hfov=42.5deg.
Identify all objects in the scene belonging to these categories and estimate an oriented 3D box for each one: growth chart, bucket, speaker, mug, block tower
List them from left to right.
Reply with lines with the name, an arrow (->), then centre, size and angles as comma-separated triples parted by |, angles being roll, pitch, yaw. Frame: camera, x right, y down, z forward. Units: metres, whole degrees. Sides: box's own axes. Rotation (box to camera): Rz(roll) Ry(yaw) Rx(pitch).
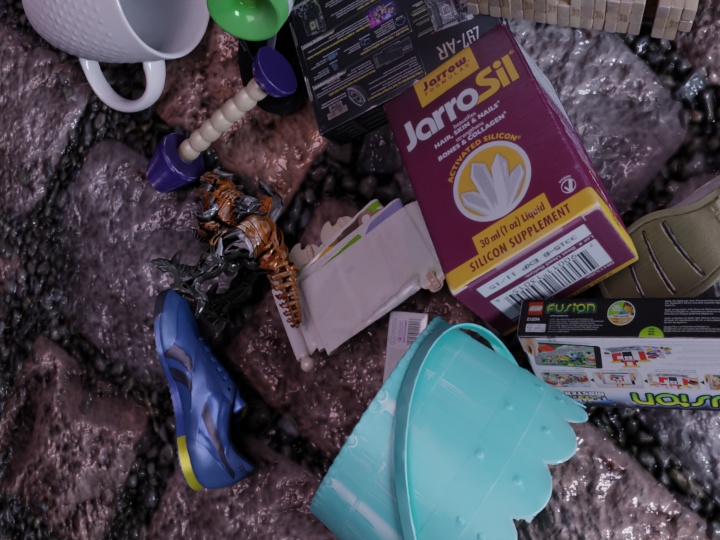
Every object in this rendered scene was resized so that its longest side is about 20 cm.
mug -> -0.265, -0.270, 0.988 | 0.172, 0.147, 0.204 | 4, 114, 32
speaker -> -0.089, -0.323, 0.894 | 0.087, 0.089, 0.204 | -4, 58, 26
growth chart -> 0.000, 0.000, 0.848 | 0.198, 0.018, 0.147 | -32, 48, 20
bucket -> 0.064, 0.145, 0.695 | 0.133, 0.207, 0.210 | 33, 97, 9
block tower -> 0.179, -0.239, 0.770 | 0.196, 0.054, 0.059 | 13, 79, 14

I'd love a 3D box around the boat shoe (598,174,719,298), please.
boat shoe -> 0.274, -0.030, 0.708 | 0.199, 0.068, 0.076 | -36, 71, 40

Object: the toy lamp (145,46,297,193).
toy lamp -> -0.146, -0.142, 0.929 | 0.198, 0.058, 0.059 | -33, 68, 34

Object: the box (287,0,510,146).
box -> 0.032, -0.235, 0.875 | 0.197, 0.043, 0.164 | -24, 72, 22

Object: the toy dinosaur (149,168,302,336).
toy dinosaur -> -0.120, -0.019, 0.890 | 0.135, 0.103, 0.200 | -41, 35, -3

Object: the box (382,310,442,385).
box -> 0.040, 0.138, 0.816 | 0.041, 0.039, 0.205 | 2, 83, 28

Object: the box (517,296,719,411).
box -> 0.226, 0.064, 0.693 | 0.196, 0.111, 0.035 | -1, 55, 26

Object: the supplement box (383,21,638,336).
supplement box -> 0.117, -0.074, 0.749 | 0.130, 0.103, 0.203 | -32, 53, 19

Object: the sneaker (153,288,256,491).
sneaker -> -0.149, 0.109, 0.907 | 0.077, 0.066, 0.204 | -19, 74, 11

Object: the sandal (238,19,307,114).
sandal -> -0.103, -0.254, 0.946 | 0.075, 0.043, 0.205 | -18, 74, 23
